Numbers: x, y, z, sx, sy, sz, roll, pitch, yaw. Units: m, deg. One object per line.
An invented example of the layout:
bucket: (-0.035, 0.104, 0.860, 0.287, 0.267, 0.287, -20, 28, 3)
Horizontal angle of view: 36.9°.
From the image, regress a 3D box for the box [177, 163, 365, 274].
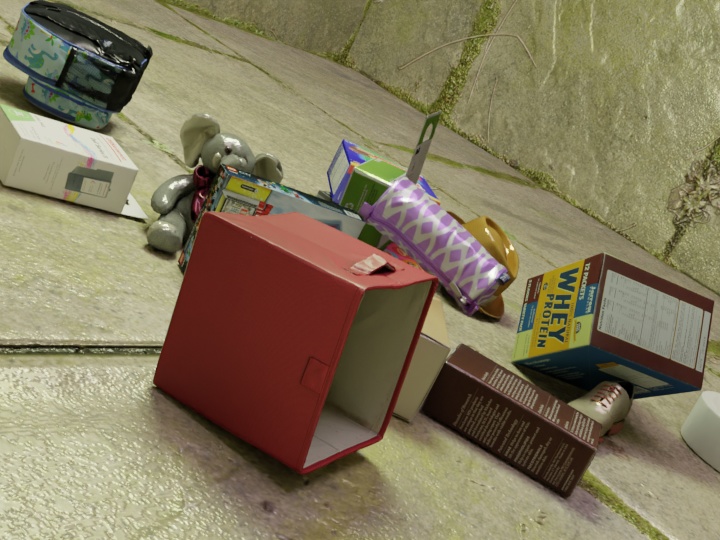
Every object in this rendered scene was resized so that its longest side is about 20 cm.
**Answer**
box: (-0.108, -0.036, 1.334, 0.198, 0.138, 0.038, 18, 19, -30)

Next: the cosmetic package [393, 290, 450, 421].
cosmetic package: (0.049, 0.084, 1.277, 0.070, 0.106, 0.200, 26, 17, -7)

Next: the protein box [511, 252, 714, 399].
protein box: (0.362, 0.089, 1.561, 0.198, 0.137, 0.198, 21, -19, -19)

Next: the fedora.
fedora: (0.205, -0.023, 1.775, 0.200, 0.081, 0.202, 43, 29, -31)

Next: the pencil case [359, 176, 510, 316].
pencil case: (0.094, -0.028, 1.372, 0.200, 0.084, 0.085, 43, 53, 11)

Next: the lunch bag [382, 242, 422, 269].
lunch bag: (0.000, 0.000, 1.524, 0.174, 0.083, 0.200, 16, 17, -21)

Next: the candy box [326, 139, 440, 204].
candy box: (0.034, -0.141, 1.840, 0.167, 0.078, 0.200, 23, 16, -12)

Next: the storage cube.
storage cube: (-0.060, 0.059, 1.014, 0.178, 0.203, 0.170, 26, 14, 24)

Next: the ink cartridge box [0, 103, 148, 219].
ink cartridge box: (-0.361, -0.136, 1.369, 0.198, 0.068, 0.117, 14, 19, -39)

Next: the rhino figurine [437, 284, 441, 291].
rhino figurine: (0.075, -0.024, 1.657, 0.059, 0.088, 0.201, 14, 30, -32)

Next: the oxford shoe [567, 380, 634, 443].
oxford shoe: (0.319, 0.182, 1.459, 0.070, 0.075, 0.199, 33, 16, 23)

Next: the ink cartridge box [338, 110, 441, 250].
ink cartridge box: (0.037, -0.136, 1.495, 0.075, 0.202, 0.148, 23, 15, 8)

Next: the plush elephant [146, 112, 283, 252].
plush elephant: (-0.183, -0.107, 1.402, 0.163, 0.156, 0.200, 20, 17, -22)

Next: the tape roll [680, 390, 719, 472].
tape roll: (0.595, 0.268, 1.652, 0.200, 0.072, 0.203, 24, 16, -7)

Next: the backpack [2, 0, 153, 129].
backpack: (-0.444, -0.315, 1.661, 0.198, 0.148, 0.183, 27, 16, -12)

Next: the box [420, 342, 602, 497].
box: (0.178, 0.172, 1.265, 0.198, 0.076, 0.100, 32, 16, 10)

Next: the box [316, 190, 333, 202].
box: (0.028, -0.072, 1.847, 0.157, 0.050, 0.199, 35, 17, 29)
